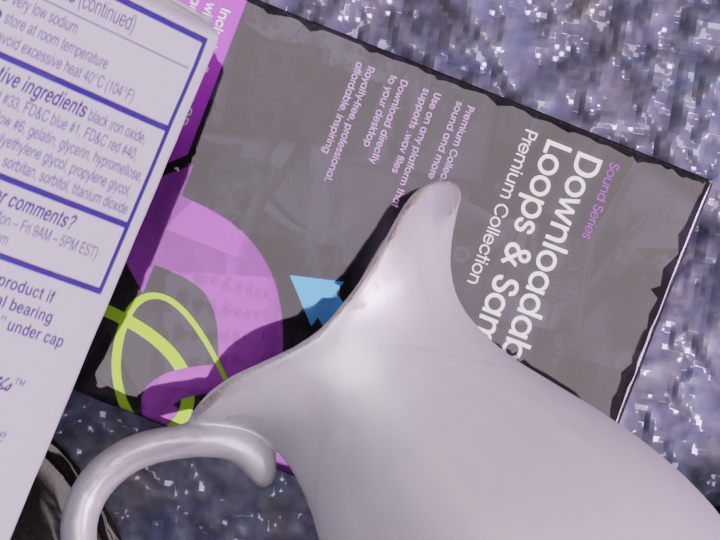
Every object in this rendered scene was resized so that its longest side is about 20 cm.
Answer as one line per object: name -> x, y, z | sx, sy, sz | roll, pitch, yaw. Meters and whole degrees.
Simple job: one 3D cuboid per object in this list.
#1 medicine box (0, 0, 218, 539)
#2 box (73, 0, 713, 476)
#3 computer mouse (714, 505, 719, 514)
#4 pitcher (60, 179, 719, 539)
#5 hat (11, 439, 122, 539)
medicine box -> -0.169, -0.022, 0.871 | 0.182, 0.103, 0.201 | 24, 91, 39
box -> 0.000, 0.000, 0.951 | 0.199, 0.036, 0.144 | 21, 92, -3
computer mouse -> 0.080, 0.124, 0.961 | 0.199, 0.034, 0.059 | -23, 104, 5
pitcher -> 0.022, 0.100, 0.880 | 0.171, 0.121, 0.200 | -37, 86, -4
hat -> -0.162, 0.137, 0.929 | 0.200, 0.081, 0.202 | 0, 91, 1
